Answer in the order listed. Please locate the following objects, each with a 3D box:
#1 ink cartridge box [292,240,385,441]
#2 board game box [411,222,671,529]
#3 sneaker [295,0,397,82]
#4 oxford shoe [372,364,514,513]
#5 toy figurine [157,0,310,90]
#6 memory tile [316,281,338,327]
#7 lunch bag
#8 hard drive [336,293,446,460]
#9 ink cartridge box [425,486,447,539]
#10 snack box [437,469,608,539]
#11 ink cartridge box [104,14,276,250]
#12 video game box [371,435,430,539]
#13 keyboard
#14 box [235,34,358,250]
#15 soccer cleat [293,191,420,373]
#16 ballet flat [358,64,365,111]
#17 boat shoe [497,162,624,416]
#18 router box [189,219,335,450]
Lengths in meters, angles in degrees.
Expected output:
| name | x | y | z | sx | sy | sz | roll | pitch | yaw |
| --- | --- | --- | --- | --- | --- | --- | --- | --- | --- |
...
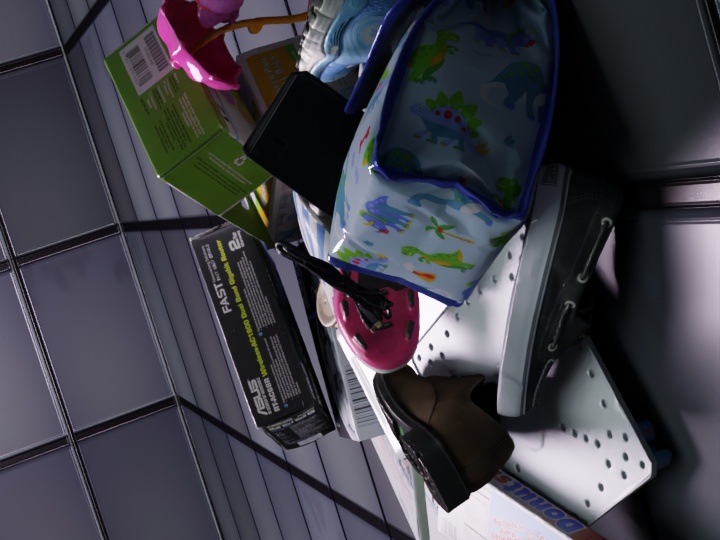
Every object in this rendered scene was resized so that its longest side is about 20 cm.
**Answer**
| name | x | y | z | sx | sy | sz | roll | pitch | yaw |
| --- | --- | --- | --- | --- | --- | --- | --- | --- | --- |
| ink cartridge box | -0.023 | 0.066 | 1.402 | 0.200 | 0.043 | 0.200 | 144 | 112 | -81 |
| board game box | 0.125 | 0.097 | 1.042 | 0.201 | 0.026 | 0.200 | 64 | 146 | 21 |
| sneaker | 0.003 | -0.169 | 1.034 | 0.200 | 0.089 | 0.079 | -146 | 69 | -86 |
| oxford shoe | 0.065 | 0.110 | 1.061 | 0.073 | 0.084 | 0.200 | 61 | 174 | -23 |
| toy figurine | -0.076 | -0.224 | 1.159 | 0.201 | 0.183 | 0.151 | 93 | 152 | -52 |
| memory tile | 0.009 | -0.047 | 1.210 | 0.200 | 0.017 | 0.155 | -38 | 52 | 53 |
| lunch bag | 0.058 | -0.105 | 0.924 | 0.170 | 0.126 | 0.201 | 121 | 169 | -68 |
| hard drive | 0.058 | 0.056 | 1.179 | 0.133 | 0.027 | 0.200 | 62 | 141 | 18 |
| ink cartridge box | 0.124 | 0.278 | 1.230 | 0.148 | 0.075 | 0.201 | -128 | 26 | -49 |
| snack box | 0.123 | 0.199 | 1.031 | 0.200 | 0.024 | 0.073 | 29 | 123 | 51 |
| ink cartridge box | -0.127 | -0.123 | 1.296 | 0.200 | 0.076 | 0.148 | 33 | -155 | -57 |
| video game box | 0.039 | 0.138 | 1.396 | 0.200 | 0.046 | 0.183 | -117 | 14 | -54 |
| keyboard | -0.001 | -0.038 | 1.019 | 0.199 | 0.128 | 0.021 | 35 | 170 | -21 |
| box | -0.058 | -0.123 | 1.362 | 0.200 | 0.101 | 0.113 | 104 | 143 | -63 |
| soccer cleat | 0.000 | 0.000 | 1.147 | 0.087 | 0.069 | 0.201 | 86 | 165 | -63 |
| ballet flat | 0.019 | -0.089 | 1.114 | 0.070 | 0.069 | 0.202 | 99 | 174 | -59 |
| boat shoe | 0.127 | 0.022 | 0.934 | 0.069 | 0.056 | 0.201 | -73 | -8 | -51 |
| router box | -0.093 | 0.065 | 1.388 | 0.150 | 0.062 | 0.201 | 63 | -175 | -74 |
